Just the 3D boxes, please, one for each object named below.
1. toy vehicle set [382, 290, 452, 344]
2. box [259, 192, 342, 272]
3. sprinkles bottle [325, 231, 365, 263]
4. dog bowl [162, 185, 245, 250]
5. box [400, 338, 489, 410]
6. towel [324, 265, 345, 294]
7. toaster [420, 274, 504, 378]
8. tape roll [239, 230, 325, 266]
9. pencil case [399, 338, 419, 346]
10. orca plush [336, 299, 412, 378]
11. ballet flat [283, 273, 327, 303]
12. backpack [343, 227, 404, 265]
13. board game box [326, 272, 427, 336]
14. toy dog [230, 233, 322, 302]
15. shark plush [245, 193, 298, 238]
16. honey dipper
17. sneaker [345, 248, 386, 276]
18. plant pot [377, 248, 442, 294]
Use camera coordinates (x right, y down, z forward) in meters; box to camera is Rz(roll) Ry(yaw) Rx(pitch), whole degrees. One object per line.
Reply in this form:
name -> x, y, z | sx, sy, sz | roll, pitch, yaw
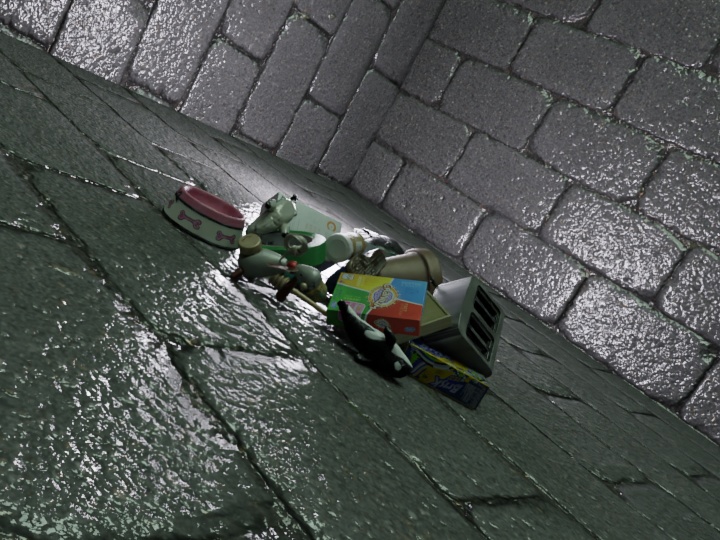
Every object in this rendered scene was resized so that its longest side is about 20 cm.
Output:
toy vehicle set -> 0.083, 0.109, 1.555 | 0.197, 0.027, 0.124 | -17, 30, -12
box -> -0.159, -0.091, 1.830 | 0.198, 0.126, 0.097 | 25, -29, -28
sprinkles bottle -> -0.036, -0.058, 1.762 | 0.068, 0.069, 0.200 | 31, 9, 7
dog bowl -> -0.359, -0.129, 1.684 | 0.198, 0.075, 0.200 | 29, 11, -6
box -> 0.173, 0.218, 1.543 | 0.198, 0.065, 0.070 | 30, 11, -6
towel -> 0.011, 0.064, 1.782 | 0.198, 0.049, 0.111 | 28, 33, 18
toaster -> 0.233, 0.128, 1.637 | 0.200, 0.118, 0.182 | 48, 43, -25
tape roll -> -0.177, -0.049, 1.637 | 0.196, 0.049, 0.201 | 2, 15, 0
pencil case -> 0.059, 0.111, 1.669 | 0.198, 0.086, 0.084 | 33, -9, 4
orca plush -> 0.012, 0.145, 1.415 | 0.071, 0.105, 0.201 | -39, 92, -39
ballet flat -> -0.128, 0.021, 1.664 | 0.070, 0.072, 0.200 | 23, 10, -31
backpack -> 0.050, -0.029, 2.108 | 0.174, 0.156, 0.200 | 23, 3, -22
board game box -> 0.038, 0.070, 1.536 | 0.196, 0.041, 0.154 | 6, 32, 8
toy dog -> -0.187, 0.002, 1.466 | 0.197, 0.097, 0.133 | 3, -49, 35
shark plush -> -0.201, -0.144, 1.698 | 0.091, 0.082, 0.201 | 52, 34, -24
honey dipper -> -0.111, 0.066, 1.554 | 0.198, 0.038, 0.038 | 33, 11, 7
sneaker -> 0.000, 0.000, 1.751 | 0.071, 0.075, 0.199 | 63, 26, 3
plant pot -> 0.100, 0.035, 1.927 | 0.172, 0.204, 0.200 | 5, 21, -27
